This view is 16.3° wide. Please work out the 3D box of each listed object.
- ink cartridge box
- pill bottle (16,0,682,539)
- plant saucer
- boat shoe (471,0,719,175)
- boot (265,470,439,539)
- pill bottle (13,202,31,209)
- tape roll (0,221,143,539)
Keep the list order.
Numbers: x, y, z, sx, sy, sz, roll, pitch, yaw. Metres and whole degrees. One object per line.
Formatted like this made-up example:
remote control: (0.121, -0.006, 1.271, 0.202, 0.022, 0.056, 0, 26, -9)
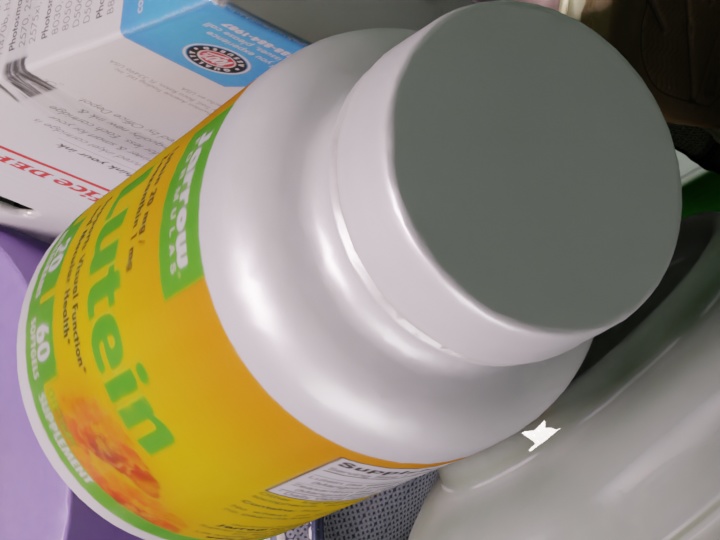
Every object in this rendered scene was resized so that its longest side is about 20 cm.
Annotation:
ink cartridge box: (-0.062, -0.066, 0.756, 0.116, 0.067, 0.200, 22, 156, -40)
pill bottle: (-0.006, 0.003, 0.660, 0.111, 0.112, 0.200, 16, 157, -24)
plant saucer: (0.074, 0.036, 0.696, 0.050, 0.200, 0.200, 49, 152, -7)
boat shoe: (0.097, -0.067, 0.707, 0.065, 0.073, 0.200, 27, -177, 32)
boot: (0.025, 0.022, 0.791, 0.090, 0.201, 0.073, -15, 141, 42)
pill bottle: (-0.093, 0.069, 0.963, 0.111, 0.201, 0.112, 7, 163, 2)
tape roll: (-0.153, 0.073, 0.876, 0.199, 0.201, 0.085, -4, 171, 32)
